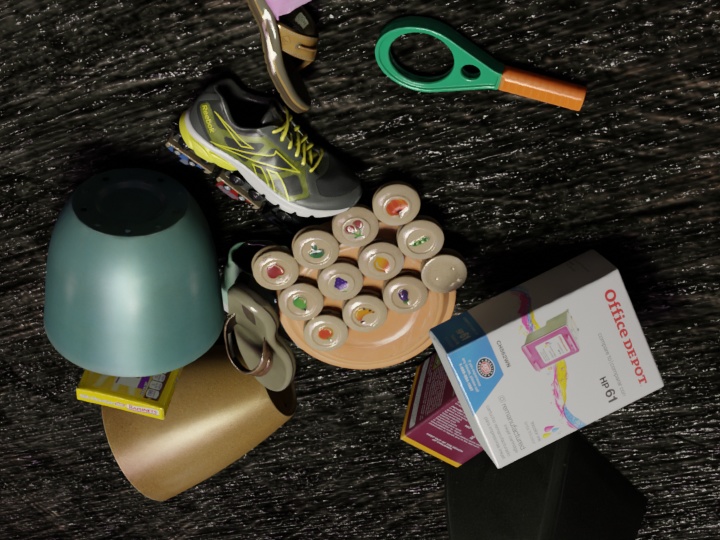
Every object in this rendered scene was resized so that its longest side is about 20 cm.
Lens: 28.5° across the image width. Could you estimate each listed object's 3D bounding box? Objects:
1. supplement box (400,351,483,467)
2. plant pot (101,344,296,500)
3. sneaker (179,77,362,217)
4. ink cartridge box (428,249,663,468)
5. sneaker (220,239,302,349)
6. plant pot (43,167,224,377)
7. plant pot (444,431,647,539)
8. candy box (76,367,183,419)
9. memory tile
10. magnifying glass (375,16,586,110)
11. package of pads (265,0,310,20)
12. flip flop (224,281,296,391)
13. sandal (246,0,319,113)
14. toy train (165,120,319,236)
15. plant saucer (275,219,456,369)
[{"bbox_3d":[0.139,0.130,1.627,0.085,0.111,0.200,28,141,-16],"label":"supplement box"},{"bbox_3d":[-0.187,0.169,1.758,0.199,0.187,0.187,-20,132,20],"label":"plant pot"},{"bbox_3d":[-0.084,-0.122,1.421,0.200,0.075,0.085,25,141,-11],"label":"sneaker"},{"bbox_3d":[0.194,0.090,1.471,0.200,0.085,0.145,-27,108,-4],"label":"ink cartridge box"},{"bbox_3d":[-0.065,0.030,1.600,0.200,0.074,0.118,17,149,3],"label":"sneaker"},{"bbox_3d":[-0.245,-0.011,1.529,0.200,0.201,0.161,11,129,6],"label":"plant pot"},{"bbox_3d":[0.226,0.338,1.804,0.200,0.178,0.199,-20,131,36],"label":"plant pot"},{"bbox_3d":[-0.244,0.074,1.620,0.102,0.200,0.026,11,140,6],"label":"candy box"},{"bbox_3d":[0.000,0.000,1.505,0.200,0.017,0.153,-28,121,14],"label":"memory tile"},{"bbox_3d":[0.111,-0.187,1.318,0.199,0.022,0.080,17,142,2],"label":"magnifying glass"},{"bbox_3d":[-0.063,-0.313,1.146,0.120,0.076,0.200,-29,132,3],"label":"package of pads"},{"bbox_3d":[-0.122,0.083,1.590,0.081,0.058,0.200,29,157,17],"label":"flip flop"},{"bbox_3d":[-0.068,-0.226,1.299,0.054,0.080,0.200,-14,133,2],"label":"sandal"},{"bbox_3d":[-0.128,-0.096,1.506,0.200,0.034,0.046,36,150,-26],"label":"toy train"},{"bbox_3d":[0.006,0.030,1.554,0.200,0.032,0.201,-2,125,-3],"label":"plant saucer"}]
